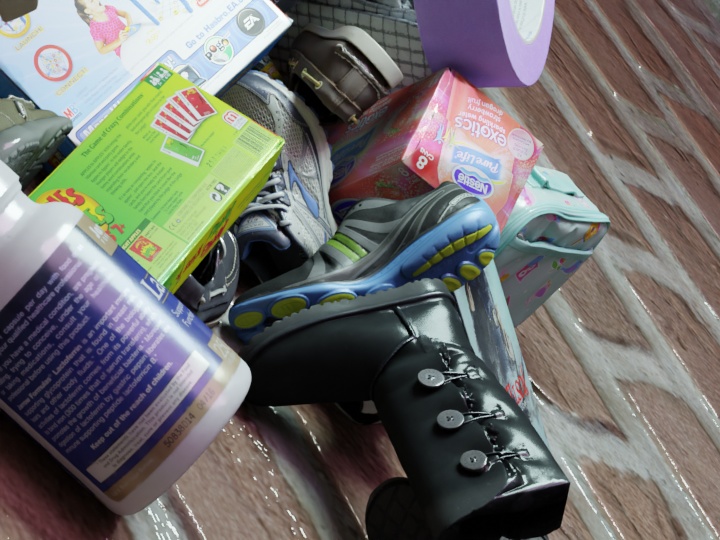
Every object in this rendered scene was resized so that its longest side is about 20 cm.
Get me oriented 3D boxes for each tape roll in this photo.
[{"bbox_3d":[0.093,-0.237,1.801,0.200,0.065,0.201,1,90,-73],"label":"tape roll"}]

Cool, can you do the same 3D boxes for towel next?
[{"bbox_3d":[0.006,-0.167,1.930,0.200,0.166,0.086,14,40,33],"label":"towel"}]

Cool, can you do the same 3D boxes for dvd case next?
[{"bbox_3d":[0.104,0.092,1.814,0.146,0.022,0.201,-41,117,-71],"label":"dvd case"}]

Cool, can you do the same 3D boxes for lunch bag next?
[{"bbox_3d":[0.114,-0.016,1.968,0.077,0.160,0.200,52,20,17],"label":"lunch bag"}]

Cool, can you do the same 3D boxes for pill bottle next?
[{"bbox_3d":[-0.169,0.034,1.366,0.200,0.116,0.116,43,20,-9],"label":"pill bottle"}]

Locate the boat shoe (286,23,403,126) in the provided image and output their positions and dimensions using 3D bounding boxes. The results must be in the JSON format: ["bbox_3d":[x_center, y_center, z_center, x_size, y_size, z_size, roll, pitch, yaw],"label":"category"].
[{"bbox_3d":[-0.026,-0.141,1.806,0.072,0.060,0.200,47,-9,-14],"label":"boat shoe"}]

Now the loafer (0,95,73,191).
[{"bbox_3d":[-0.230,-0.084,1.491,0.070,0.075,0.200,38,1,-1],"label":"loafer"}]

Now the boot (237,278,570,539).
[{"bbox_3d":[0.023,0.107,1.568,0.066,0.164,0.200,81,-15,-52],"label":"boot"}]

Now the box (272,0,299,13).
[{"bbox_3d":[-0.036,-0.266,1.811,0.050,0.200,0.158,41,37,-18],"label":"box"}]

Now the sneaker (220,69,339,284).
[{"bbox_3d":[-0.060,-0.048,1.745,0.085,0.077,0.201,-37,107,-57],"label":"sneaker"}]

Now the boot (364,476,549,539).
[{"bbox_3d":[0.065,0.176,1.665,0.200,0.070,0.132,35,13,-31],"label":"boot"}]

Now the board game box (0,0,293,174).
[{"bbox_3d":[-0.183,-0.174,1.666,0.196,0.056,0.200,46,58,-1],"label":"board game box"}]

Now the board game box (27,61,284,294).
[{"bbox_3d":[-0.140,-0.043,1.531,0.101,0.048,0.200,31,43,5],"label":"board game box"}]

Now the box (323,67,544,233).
[{"bbox_3d":[0.030,-0.066,1.823,0.103,0.200,0.095,39,60,-20],"label":"box"}]

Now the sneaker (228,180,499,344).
[{"bbox_3d":[0.000,0.000,1.693,0.083,0.199,0.071,57,-7,49],"label":"sneaker"}]

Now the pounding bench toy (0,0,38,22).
[{"bbox_3d":[-0.309,-0.172,1.419,0.200,0.156,0.124,36,21,-26],"label":"pounding bench toy"}]

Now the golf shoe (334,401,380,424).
[{"bbox_3d":[0.016,0.066,1.739,0.200,0.094,0.078,-175,-113,-81],"label":"golf shoe"}]

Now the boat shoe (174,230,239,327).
[{"bbox_3d":[-0.109,-0.002,1.633,0.073,0.063,0.200,45,20,-3],"label":"boat shoe"}]

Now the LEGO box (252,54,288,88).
[{"bbox_3d":[-0.151,-0.159,1.831,0.200,0.077,0.149,15,37,-55],"label":"LEGO box"}]
